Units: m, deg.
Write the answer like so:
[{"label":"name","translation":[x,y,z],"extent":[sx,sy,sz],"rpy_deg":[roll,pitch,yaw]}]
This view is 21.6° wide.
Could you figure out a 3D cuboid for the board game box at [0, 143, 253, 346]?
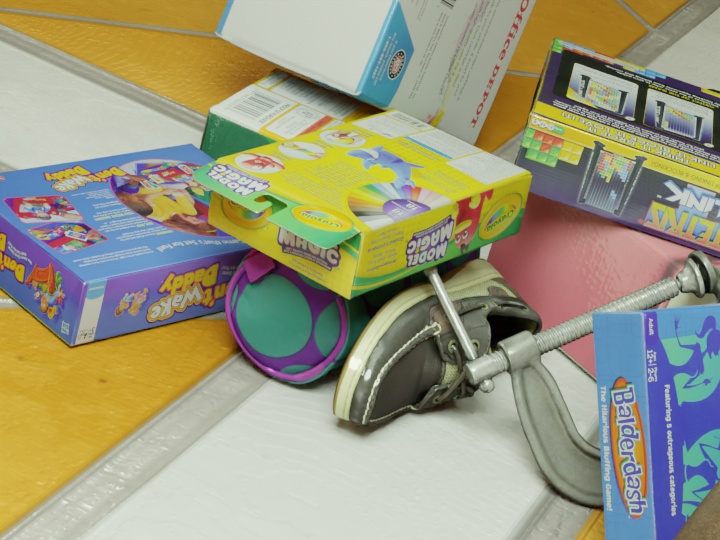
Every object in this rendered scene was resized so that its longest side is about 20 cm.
[{"label":"board game box","translation":[-0.144,-0.021,1.209],"extent":[0.134,0.045,0.200],"rpy_deg":[35,31,33]}]

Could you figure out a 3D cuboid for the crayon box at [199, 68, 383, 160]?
[{"label":"crayon box","translation":[-0.005,-0.077,1.397],"extent":[0.199,0.052,0.126],"rpy_deg":[23,26,14]}]

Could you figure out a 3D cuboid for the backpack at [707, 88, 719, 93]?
[{"label":"backpack","translation":[0.255,-0.080,1.476],"extent":[0.199,0.127,0.167],"rpy_deg":[9,15,-13]}]

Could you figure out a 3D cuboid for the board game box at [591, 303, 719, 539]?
[{"label":"board game box","translation":[0.224,0.093,1.090],"extent":[0.199,0.153,0.045],"rpy_deg":[-4,0,-36]}]

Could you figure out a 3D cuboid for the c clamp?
[{"label":"c clamp","translation":[0.157,0.048,1.132],"extent":[0.199,0.027,0.172],"rpy_deg":[-16,80,-13]}]

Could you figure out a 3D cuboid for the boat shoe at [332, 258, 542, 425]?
[{"label":"boat shoe","translation":[0.053,0.047,1.162],"extent":[0.065,0.073,0.200],"rpy_deg":[28,33,20]}]

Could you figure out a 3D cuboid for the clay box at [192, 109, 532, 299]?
[{"label":"clay box","translation":[-0.001,-0.041,1.132],"extent":[0.115,0.048,0.200],"rpy_deg":[28,31,31]}]

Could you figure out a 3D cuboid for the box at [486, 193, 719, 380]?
[{"label":"box","translation":[0.199,0.009,1.286],"extent":[0.127,0.109,0.200],"rpy_deg":[-5,33,-39]}]

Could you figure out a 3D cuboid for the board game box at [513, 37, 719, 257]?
[{"label":"board game box","translation":[0.208,-0.078,1.274],"extent":[0.199,0.057,0.165],"rpy_deg":[19,28,3]}]

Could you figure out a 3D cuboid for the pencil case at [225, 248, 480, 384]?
[{"label":"pencil case","translation":[0.000,0.000,1.204],"extent":[0.085,0.093,0.200],"rpy_deg":[-16,7,32]}]

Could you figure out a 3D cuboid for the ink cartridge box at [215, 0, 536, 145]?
[{"label":"ink cartridge box","translation":[0.019,-0.204,1.472],"extent":[0.146,0.147,0.200],"rpy_deg":[25,4,30]}]

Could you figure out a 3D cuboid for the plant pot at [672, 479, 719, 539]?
[{"label":"plant pot","translation":[0.229,0.166,0.950],"extent":[0.199,0.188,0.187],"rpy_deg":[-24,46,-33]}]
